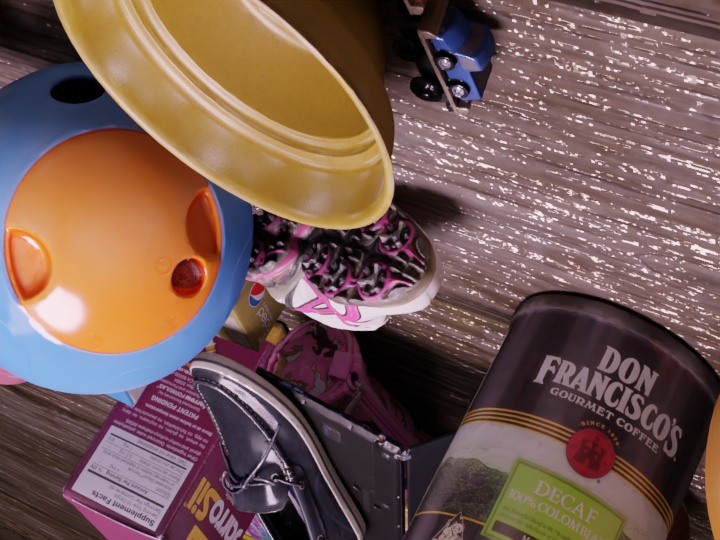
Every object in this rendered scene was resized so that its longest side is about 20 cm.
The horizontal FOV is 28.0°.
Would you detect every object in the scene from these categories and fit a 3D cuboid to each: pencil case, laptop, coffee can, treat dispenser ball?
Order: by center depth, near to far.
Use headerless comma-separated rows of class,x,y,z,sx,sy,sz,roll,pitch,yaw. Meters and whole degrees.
coffee can,0.117,0.139,0.876,0.145,0.201,0.147,25,157,12
treat dispenser ball,-0.165,-0.025,0.891,0.199,0.202,0.202,25,156,12
laptop,0.034,0.136,1.077,0.198,0.104,0.179,26,145,22
pencil case,0.005,0.125,1.141,0.082,0.087,0.200,-28,132,12

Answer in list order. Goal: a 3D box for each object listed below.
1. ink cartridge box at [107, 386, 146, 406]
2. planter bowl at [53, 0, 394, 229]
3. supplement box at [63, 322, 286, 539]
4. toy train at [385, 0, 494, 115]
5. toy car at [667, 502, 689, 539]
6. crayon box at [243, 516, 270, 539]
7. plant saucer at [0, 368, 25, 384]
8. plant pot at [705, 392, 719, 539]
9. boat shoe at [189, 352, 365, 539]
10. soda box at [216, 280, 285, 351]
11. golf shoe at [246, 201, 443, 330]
ink cartridge box,-0.243,0.012,1.170,0.198,0.117,0.068,22,155,20
planter bowl,-0.049,-0.117,0.714,0.199,0.084,0.201,28,156,13
supplement box,-0.133,0.141,1.188,0.102,0.201,0.131,19,156,25
toy train,0.021,-0.143,0.649,0.045,0.034,0.201,2,144,26
toy car,0.156,0.244,1.000,0.155,0.202,0.165,-6,142,11
crayon box,-0.119,0.231,1.531,0.171,0.059,0.201,15,152,30
plant saucer,-0.350,0.038,1.304,0.199,0.051,0.201,33,-166,-9
plant pot,0.251,0.102,0.678,0.198,0.202,0.183,28,172,7
boat shoe,-0.065,0.143,1.035,0.074,0.062,0.201,1,130,48
soda box,-0.147,-0.012,1.067,0.198,0.068,0.064,19,154,27
golf shoe,0.000,0.000,0.917,0.092,0.073,0.199,37,167,-29
